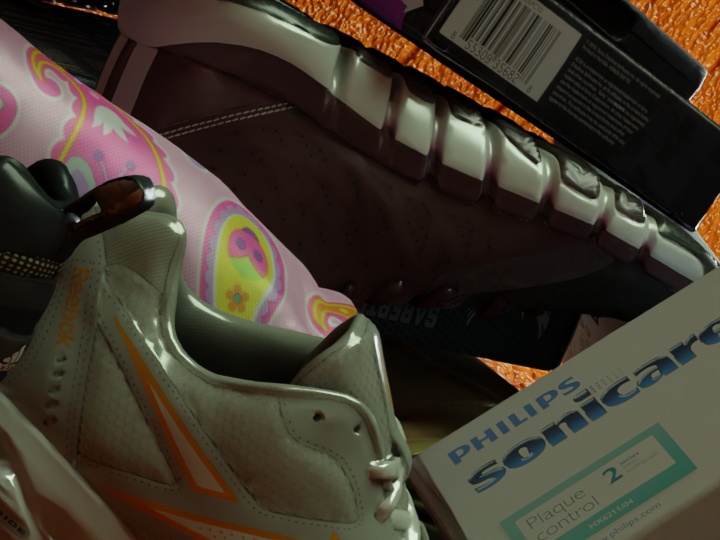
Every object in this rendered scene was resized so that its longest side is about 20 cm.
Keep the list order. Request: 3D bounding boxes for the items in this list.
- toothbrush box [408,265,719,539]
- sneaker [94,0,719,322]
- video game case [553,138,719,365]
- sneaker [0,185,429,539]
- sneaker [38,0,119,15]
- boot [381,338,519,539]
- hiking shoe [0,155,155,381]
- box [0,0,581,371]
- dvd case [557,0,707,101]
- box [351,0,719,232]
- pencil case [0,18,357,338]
[{"bbox_3d":[0.124,0.101,0.781,0.200,0.146,0.085,61,-4,-29],"label":"toothbrush box"},{"bbox_3d":[0.000,0.000,0.837,0.200,0.116,0.076,27,6,-18],"label":"sneaker"},{"bbox_3d":[0.112,0.076,0.947,0.182,0.022,0.200,-122,-161,-44],"label":"video game case"},{"bbox_3d":[-0.009,0.064,0.678,0.200,0.092,0.076,42,7,-7],"label":"sneaker"},{"bbox_3d":[-0.120,-0.139,0.979,0.200,0.090,0.067,12,-1,14],"label":"sneaker"},{"bbox_3d":[-0.018,0.043,0.920,0.175,0.066,0.200,11,18,-47],"label":"boot"},{"bbox_3d":[-0.135,-0.052,0.629,0.200,0.101,0.076,44,5,8],"label":"hiking shoe"},{"bbox_3d":[-0.045,-0.032,0.937,0.200,0.051,0.158,11,15,-33],"label":"box"},{"bbox_3d":[0.018,-0.125,0.945,0.143,0.018,0.200,38,4,38],"label":"dvd case"},{"bbox_3d":[0.012,-0.093,0.903,0.143,0.036,0.200,30,5,-46],"label":"box"},{"bbox_3d":[-0.095,-0.018,0.734,0.200,0.087,0.087,39,7,-15],"label":"pencil case"}]
